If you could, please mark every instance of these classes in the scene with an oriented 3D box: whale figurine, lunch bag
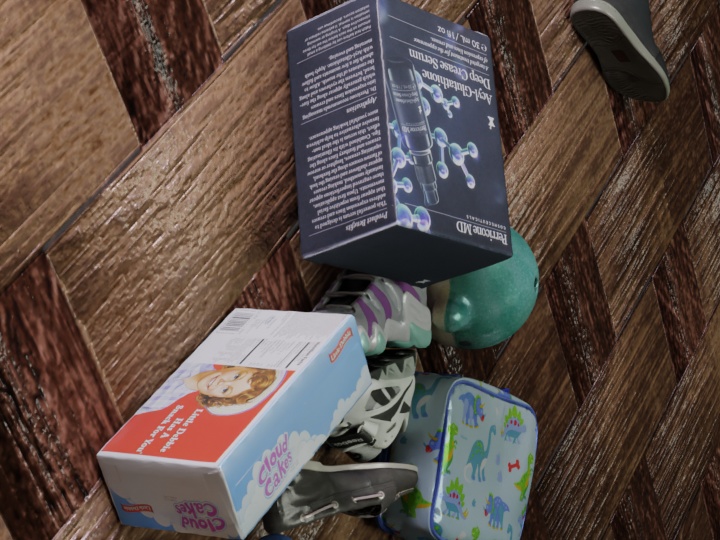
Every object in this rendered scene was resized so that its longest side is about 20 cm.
[{"bbox_3d":[0.108,-0.012,1.602,0.200,0.103,0.160,77,24,-53],"label":"whale figurine"},{"bbox_3d":[0.092,0.180,1.645,0.200,0.082,0.162,24,73,-57],"label":"lunch bag"}]

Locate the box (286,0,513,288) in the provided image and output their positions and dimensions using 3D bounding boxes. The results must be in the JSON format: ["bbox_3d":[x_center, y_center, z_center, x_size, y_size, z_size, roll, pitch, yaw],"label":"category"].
[{"bbox_3d":[0.031,-0.103,1.435,0.148,0.107,0.201,13,66,-46],"label":"box"}]

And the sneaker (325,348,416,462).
[{"bbox_3d":[-0.007,0.123,1.486,0.200,0.074,0.089,-10,99,-57],"label":"sneaker"}]

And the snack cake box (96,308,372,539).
[{"bbox_3d":[-0.090,0.109,1.312,0.200,0.114,0.068,-48,131,-46],"label":"snack cake box"}]

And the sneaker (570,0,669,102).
[{"bbox_3d":[0.307,-0.276,1.965,0.200,0.074,0.107,47,56,-48],"label":"sneaker"}]

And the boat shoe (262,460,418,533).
[{"bbox_3d":[-0.020,0.191,1.474,0.200,0.067,0.057,9,72,-52],"label":"boat shoe"}]

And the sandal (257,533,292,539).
[{"bbox_3d":[-0.100,0.281,1.349,0.087,0.079,0.200,60,43,-36],"label":"sandal"}]

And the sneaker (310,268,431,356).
[{"bbox_3d":[0.000,0.000,1.498,0.200,0.077,0.141,-3,93,-67],"label":"sneaker"}]
